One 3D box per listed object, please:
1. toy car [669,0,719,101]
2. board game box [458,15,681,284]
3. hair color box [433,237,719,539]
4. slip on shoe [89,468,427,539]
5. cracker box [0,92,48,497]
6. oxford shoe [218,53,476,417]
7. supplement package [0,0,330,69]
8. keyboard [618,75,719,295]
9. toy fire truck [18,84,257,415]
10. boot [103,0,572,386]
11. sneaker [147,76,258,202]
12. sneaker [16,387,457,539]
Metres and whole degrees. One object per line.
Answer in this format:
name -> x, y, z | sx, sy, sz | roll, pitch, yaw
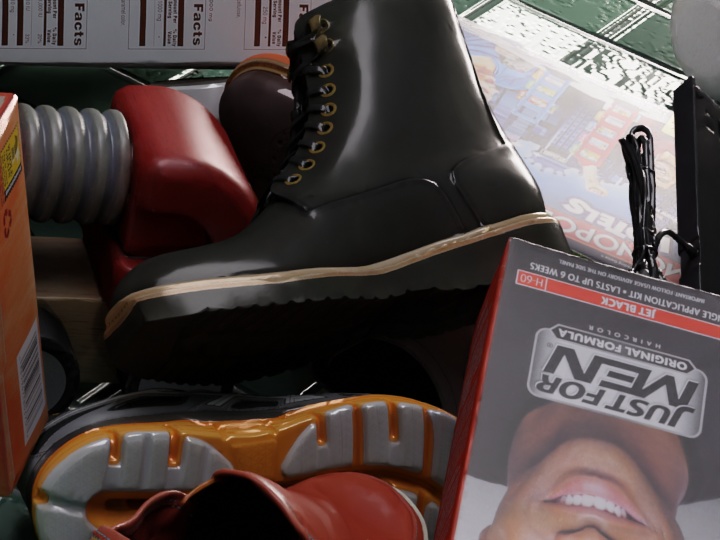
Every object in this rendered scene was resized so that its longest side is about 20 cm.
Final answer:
toy car -> 0.273, -0.143, 1.528 | 0.174, 0.151, 0.200 | -17, 42, -42
board game box -> 0.065, -0.025, 1.331 | 0.199, 0.062, 0.200 | 25, 35, 12
hair color box -> 0.078, 0.094, 1.057 | 0.101, 0.061, 0.201 | 14, 54, -3
slip on shoe -> -0.033, 0.097, 0.998 | 0.074, 0.062, 0.200 | 29, 21, 25
cracker box -> -0.217, 0.004, 1.053 | 0.198, 0.135, 0.058 | 3, 29, 9
oxford shoe -> 0.000, 0.000, 1.195 | 0.072, 0.071, 0.200 | -29, 78, -45
supplement package -> -0.130, -0.165, 1.333 | 0.199, 0.148, 0.191 | -2, 5, -25
keyboard -> 0.143, 0.001, 1.252 | 0.127, 0.021, 0.201 | 40, 37, -36
toy fire truck -> -0.124, -0.055, 1.165 | 0.175, 0.201, 0.129 | 2, 33, -19
boot -> -0.026, -0.039, 1.135 | 0.199, 0.077, 0.139 | -9, 71, -38
sneaker -> -0.050, -0.047, 1.334 | 0.072, 0.085, 0.200 | -4, 5, 18
sneaker -> -0.037, 0.075, 1.117 | 0.199, 0.079, 0.077 | 6, 10, -27
